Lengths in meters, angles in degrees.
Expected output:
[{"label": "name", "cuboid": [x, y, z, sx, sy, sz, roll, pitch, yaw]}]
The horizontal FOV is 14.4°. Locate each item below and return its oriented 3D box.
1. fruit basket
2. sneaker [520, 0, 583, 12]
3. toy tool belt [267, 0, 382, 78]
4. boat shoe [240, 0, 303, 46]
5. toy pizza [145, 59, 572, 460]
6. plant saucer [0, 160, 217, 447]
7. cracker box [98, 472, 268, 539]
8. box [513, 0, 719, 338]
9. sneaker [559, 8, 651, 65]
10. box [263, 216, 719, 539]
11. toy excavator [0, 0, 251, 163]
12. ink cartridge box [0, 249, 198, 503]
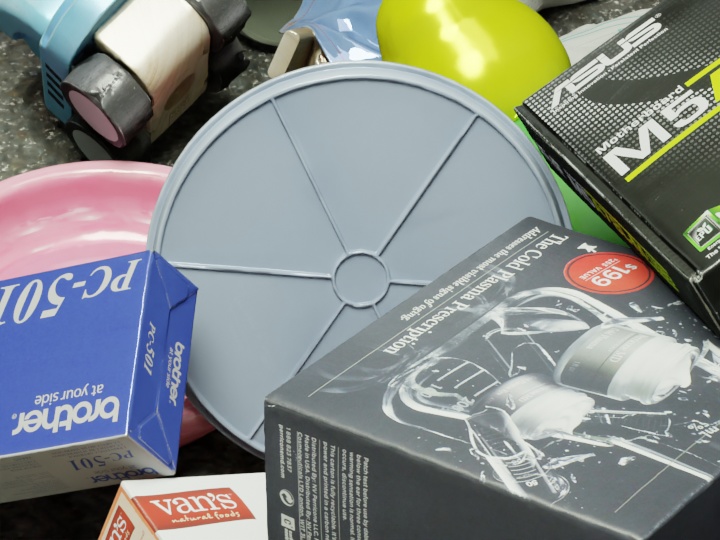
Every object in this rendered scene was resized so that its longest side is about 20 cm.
[{"label": "fruit basket", "cuboid": [0.072, -0.054, 1.431, 0.215, 0.156, 0.216, 8, 50, -10]}, {"label": "sneaker", "cuboid": [0.083, -0.178, 1.630, 0.075, 0.089, 0.200, 31, 50, 27]}, {"label": "toy tool belt", "cuboid": [0.032, -0.154, 1.522, 0.125, 0.123, 0.200, 35, 80, 29]}, {"label": "boat shoe", "cuboid": [-0.002, -0.187, 1.664, 0.200, 0.070, 0.071, -27, 25, -25]}, {"label": "toy pizza", "cuboid": [0.000, 0.000, 1.320, 0.199, 0.201, 0.032, 2, 15, -1]}, {"label": "plant saucer", "cuboid": [-0.126, 0.025, 1.411, 0.200, 0.051, 0.201, 2, 41, -2]}, {"label": "cracker box", "cuboid": [-0.012, 0.167, 1.215, 0.134, 0.058, 0.200, -1, 35, -38]}, {"label": "box", "cuboid": [0.189, -0.079, 1.231, 0.200, 0.048, 0.193, -35, 34, -1]}, {"label": "sneaker", "cuboid": [0.163, -0.110, 1.521, 0.200, 0.071, 0.080, 6, 38, 45]}, {"label": "box", "cuboid": [0.090, 0.080, 1.184, 0.182, 0.104, 0.200, 19, 34, 31]}, {"label": "toy excavator", "cuboid": [-0.165, -0.144, 1.543, 0.200, 0.195, 0.100, 42, 74, 8]}, {"label": "ink cartridge box", "cuboid": [-0.172, 0.056, 1.292, 0.199, 0.044, 0.094, -10, 57, 27]}]
